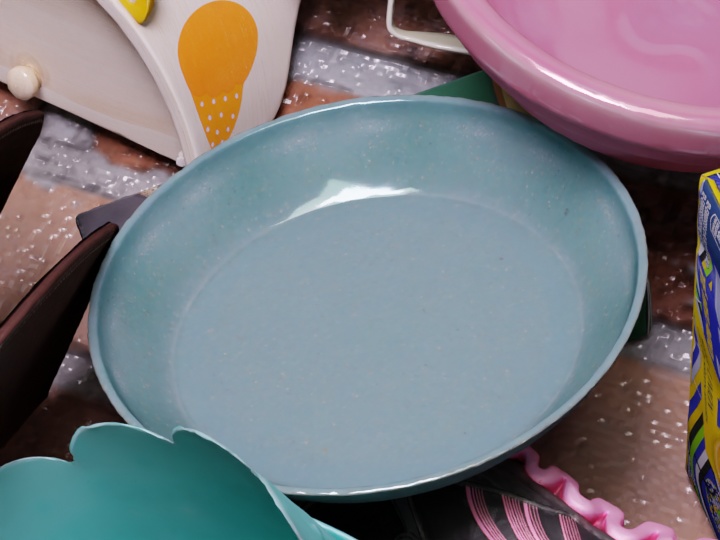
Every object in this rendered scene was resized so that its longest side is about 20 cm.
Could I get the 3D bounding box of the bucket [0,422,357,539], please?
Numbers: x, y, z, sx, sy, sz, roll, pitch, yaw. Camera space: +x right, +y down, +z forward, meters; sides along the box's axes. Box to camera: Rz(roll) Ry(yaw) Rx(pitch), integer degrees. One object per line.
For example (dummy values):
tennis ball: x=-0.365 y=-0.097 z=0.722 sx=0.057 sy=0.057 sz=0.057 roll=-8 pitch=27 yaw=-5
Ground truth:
bucket: x=-0.054 y=0.164 z=0.740 sx=0.206 sy=0.135 sz=0.209 roll=-21 pitch=52 yaw=29

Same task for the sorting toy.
sorting toy: x=-0.098 y=-0.150 z=1.020 sx=0.199 sy=0.107 sz=0.180 roll=24 pitch=45 yaw=20

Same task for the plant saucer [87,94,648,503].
plant saucer: x=0.004 y=0.015 z=0.851 sx=0.198 sy=0.036 sz=0.201 roll=-7 pitch=42 yaw=6

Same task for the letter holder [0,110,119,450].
letter holder: x=-0.146 y=-0.009 z=0.809 sx=0.100 sy=0.200 sz=0.143 roll=28 pitch=106 yaw=0

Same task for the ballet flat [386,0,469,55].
ballet flat: x=0.011 y=-0.133 z=0.969 sx=0.199 sy=0.074 sz=0.075 roll=26 pitch=62 yaw=-2

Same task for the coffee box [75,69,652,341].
coffee box: x=0.000 y=0.000 z=0.928 sx=0.199 sy=0.044 sz=0.124 roll=-18 pitch=57 yaw=-4

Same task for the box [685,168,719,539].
box: x=0.151 y=0.037 z=0.793 sx=0.070 sy=0.200 sz=0.065 roll=-19 pitch=58 yaw=-5

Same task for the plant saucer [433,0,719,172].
plant saucer: x=0.118 y=-0.108 z=0.899 sx=0.199 sy=0.051 sz=0.202 roll=5 pitch=48 yaw=-5

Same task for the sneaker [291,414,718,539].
sneaker: x=0.055 y=0.119 z=0.816 sx=0.199 sy=0.079 sz=0.096 roll=20 pitch=45 yaw=20
